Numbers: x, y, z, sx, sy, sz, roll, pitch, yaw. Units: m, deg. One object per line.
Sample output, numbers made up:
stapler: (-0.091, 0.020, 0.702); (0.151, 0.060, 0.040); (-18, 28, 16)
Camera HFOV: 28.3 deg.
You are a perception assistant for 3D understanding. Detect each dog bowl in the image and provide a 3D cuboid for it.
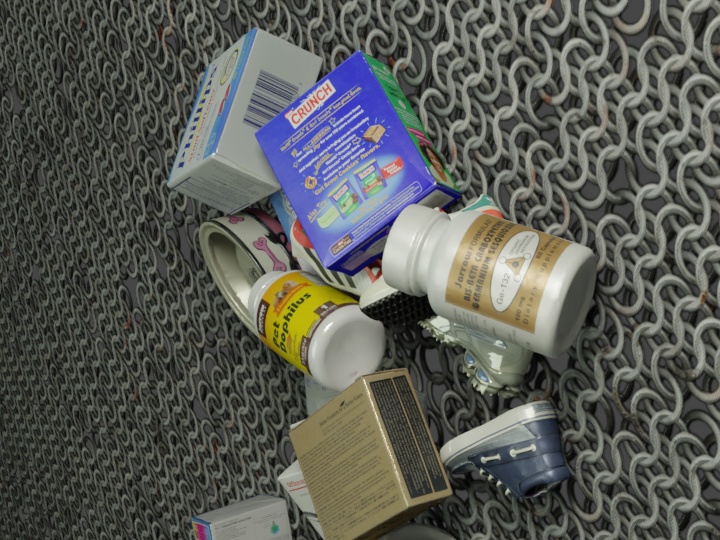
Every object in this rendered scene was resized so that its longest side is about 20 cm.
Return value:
dog bowl: (-0.136, 0.002, 1.966); (0.200, 0.073, 0.201); (45, 155, 28)

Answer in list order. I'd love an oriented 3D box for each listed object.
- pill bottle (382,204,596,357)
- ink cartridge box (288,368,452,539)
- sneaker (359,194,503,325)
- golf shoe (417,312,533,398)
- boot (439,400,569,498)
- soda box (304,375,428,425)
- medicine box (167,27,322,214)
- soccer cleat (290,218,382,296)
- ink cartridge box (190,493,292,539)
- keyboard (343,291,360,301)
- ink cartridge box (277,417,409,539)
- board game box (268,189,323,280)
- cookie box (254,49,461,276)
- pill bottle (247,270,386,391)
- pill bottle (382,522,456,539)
pill bottle: (0.129, 0.003, 1.454); (0.198, 0.114, 0.115); (19, 122, 24)
ink cartridge box: (0.009, 0.232, 1.729); (0.200, 0.075, 0.166); (-41, 63, 51)
sneaker: (0.082, -0.014, 1.603); (0.199, 0.070, 0.094); (-30, 47, 28)
golf shoe: (0.131, 0.053, 1.619); (0.200, 0.078, 0.098); (46, 116, 39)
boot: (0.158, 0.220, 1.610); (0.200, 0.072, 0.091); (-42, 57, 55)
soda box: (0.005, 0.174, 1.855); (0.199, 0.068, 0.064); (17, 116, 55)
medicine box: (-0.152, -0.189, 1.849); (0.200, 0.102, 0.184); (-18, 53, 64)
soccer cleat: (0.000, 0.000, 1.744); (0.199, 0.069, 0.085); (31, 149, 5)
ink cartridge box: (-0.170, 0.460, 2.187); (0.076, 0.135, 0.202); (-2, 100, 60)
keyboard: (-0.018, -0.008, 1.881); (0.056, 0.011, 0.202); (-24, 80, 64)
ink cartridge box: (-0.033, 0.294, 1.896); (0.201, 0.068, 0.116); (53, 149, -4)
board game box: (-0.040, -0.095, 1.832); (0.199, 0.043, 0.201); (-48, 62, 50)
cookie box: (-0.005, -0.125, 1.670); (0.171, 0.075, 0.201); (-36, 67, 18)
pill bottle: (-0.061, 0.067, 1.782); (0.200, 0.108, 0.110); (29, 126, 53)
pill bottle: (0.063, 0.429, 1.813); (0.114, 0.113, 0.202); (47, 139, 39)
